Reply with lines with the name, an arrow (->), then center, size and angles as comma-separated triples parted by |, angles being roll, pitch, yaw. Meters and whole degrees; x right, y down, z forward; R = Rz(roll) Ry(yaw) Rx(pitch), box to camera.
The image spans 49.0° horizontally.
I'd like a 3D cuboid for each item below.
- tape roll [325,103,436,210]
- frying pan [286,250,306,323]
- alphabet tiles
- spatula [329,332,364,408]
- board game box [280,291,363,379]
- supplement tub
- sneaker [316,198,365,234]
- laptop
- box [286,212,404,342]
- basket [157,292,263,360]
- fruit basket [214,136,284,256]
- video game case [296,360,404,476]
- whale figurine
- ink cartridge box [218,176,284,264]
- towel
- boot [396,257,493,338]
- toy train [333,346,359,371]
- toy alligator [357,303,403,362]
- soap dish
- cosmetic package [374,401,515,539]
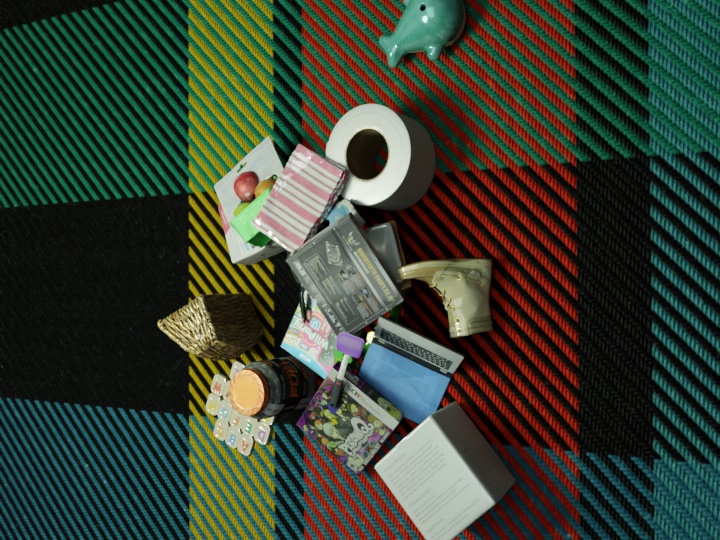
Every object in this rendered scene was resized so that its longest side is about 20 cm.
tape roll -> 0.044, -0.232, 1.647 | 0.198, 0.138, 0.208 | 0, 89, 27
frying pan -> -0.125, 0.007, 1.705 | 0.115, 0.030, 0.194 | 138, 116, -67
alphabet tiles -> -0.286, 0.330, 1.889 | 0.197, 0.015, 0.200 | 23, 100, 27
spatula -> -0.037, 0.205, 1.596 | 0.055, 0.021, 0.203 | 20, 121, 7
board game box -> -0.072, 0.116, 1.748 | 0.146, 0.064, 0.203 | 31, 104, 26
supplement tub -> -0.193, 0.257, 1.734 | 0.120, 0.199, 0.126 | 0, 90, 27
sneaker -> -0.067, -0.103, 1.649 | 0.090, 0.199, 0.079 | -42, 106, -12
laptop -> 0.092, 0.209, 1.599 | 0.184, 0.201, 0.118 | 24, 68, 5
box -> -0.029, 0.013, 1.559 | 0.157, 0.048, 0.202 | -33, 100, 10
basket -> -0.337, 0.146, 1.816 | 0.147, 0.199, 0.145 | -30, 77, 22
fruit basket -> -0.228, -0.162, 1.743 | 0.184, 0.093, 0.203 | -38, 57, 21
video game case -> -0.025, 0.317, 1.678 | 0.180, 0.036, 0.202 | 38, 125, 8
whale figurine -> 0.119, -0.506, 1.629 | 0.197, 0.103, 0.162 | -27, 77, 25
ink cartridge box -> -0.216, -0.116, 1.818 | 0.197, 0.082, 0.150 | -22, 79, 26
towel -> -0.127, -0.147, 1.618 | 0.145, 0.030, 0.202 | 30, 87, 28
boot -> 0.171, 0.056, 1.575 | 0.195, 0.073, 0.160 | -3, 91, -12
toy train -> -0.035, 0.249, 1.705 | 0.055, 0.042, 0.205 | 17, 119, 29
toy alligator -> 0.042, 0.157, 1.686 | 0.054, 0.059, 0.202 | 42, 108, 22
soap dish -> 0.000, 0.000, 1.656 | 0.196, 0.081, 0.160 | -18, 63, 8
cosmetic package -> 0.168, 0.399, 1.550 | 0.167, 0.166, 0.201 | -44, 74, 20
